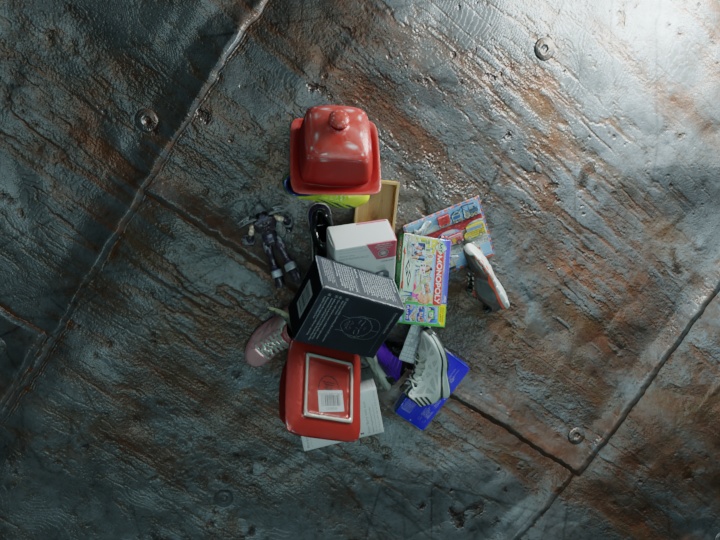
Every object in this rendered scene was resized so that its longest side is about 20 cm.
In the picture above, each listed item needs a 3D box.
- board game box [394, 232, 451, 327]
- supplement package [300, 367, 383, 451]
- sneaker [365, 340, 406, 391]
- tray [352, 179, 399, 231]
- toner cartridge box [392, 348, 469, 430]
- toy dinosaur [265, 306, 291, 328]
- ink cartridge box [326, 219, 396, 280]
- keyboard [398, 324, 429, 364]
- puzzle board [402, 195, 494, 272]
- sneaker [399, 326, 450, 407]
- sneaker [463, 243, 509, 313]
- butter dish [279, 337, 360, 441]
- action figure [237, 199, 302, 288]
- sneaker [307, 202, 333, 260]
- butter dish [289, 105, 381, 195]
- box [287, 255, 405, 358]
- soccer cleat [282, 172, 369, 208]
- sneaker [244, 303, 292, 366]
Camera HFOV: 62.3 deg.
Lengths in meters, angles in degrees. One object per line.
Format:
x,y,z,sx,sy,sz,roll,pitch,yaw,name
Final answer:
0.141,0.024,1.372,0.132,0.029,0.205,7,85,-26,board game box
-0.055,0.333,1.438,0.196,0.120,0.124,-12,106,-4,supplement package
0.064,0.195,1.429,0.099,0.070,0.202,-34,135,-13,sneaker
0.030,-0.108,1.386,0.096,0.037,0.205,4,104,-9,tray
0.177,0.294,1.499,0.094,0.043,0.201,35,96,-13,toner cartridge box
-0.120,0.124,1.328,0.088,0.047,0.201,-45,122,-14,toy dinosaur
0.000,0.000,1.329,0.142,0.085,0.203,-9,131,-12,ink cartridge box
0.147,0.123,1.418,0.056,0.011,0.204,18,93,-34,keyboard
0.214,-0.072,1.430,0.196,0.017,0.153,-21,105,-2,puzzle board
0.144,0.239,1.398,0.114,0.075,0.204,-23,116,-19,sneaker
0.286,0.030,1.431,0.081,0.077,0.201,-28,112,17,sneaker
-0.108,0.270,1.299,0.198,0.147,0.204,19,59,-37,butter dish
-0.201,-0.064,1.352,0.128,0.069,0.204,-19,102,5,action figure
-0.080,-0.048,1.358,0.074,0.088,0.204,-16,106,-3,sneaker
-0.049,-0.274,1.245,0.195,0.149,0.203,0,63,-7,butter dish
-0.031,0.080,1.256,0.197,0.108,0.150,17,122,-26,box
-0.078,-0.174,1.316,0.196,0.084,0.066,11,102,2,soccer cleat
-0.196,0.158,1.386,0.200,0.105,0.075,-44,108,5,sneaker
